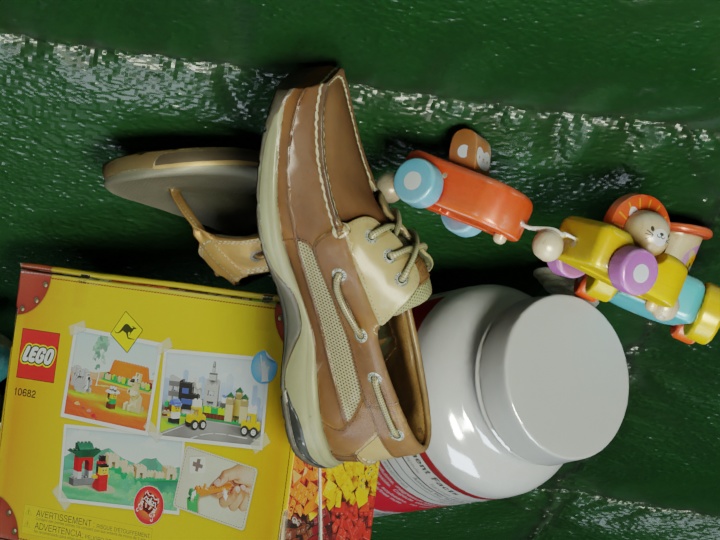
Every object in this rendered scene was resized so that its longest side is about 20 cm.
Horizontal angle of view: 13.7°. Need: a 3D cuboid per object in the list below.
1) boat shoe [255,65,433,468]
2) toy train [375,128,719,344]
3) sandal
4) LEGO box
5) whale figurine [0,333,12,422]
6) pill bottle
[{"bbox_3d":[0.000,0.000,1.424,0.073,0.076,0.201,3,115,21],"label":"boat shoe"},{"bbox_3d":[0.106,-0.022,1.485,0.150,0.056,0.200,21,176,33],"label":"toy train"},{"bbox_3d":[-0.045,-0.014,1.523,0.080,0.054,0.199,-16,148,40],"label":"sandal"},{"bbox_3d":[-0.090,0.081,1.559,0.199,0.150,0.077,7,180,34],"label":"LEGO box"},{"bbox_3d":[-0.262,0.092,1.741,0.158,0.104,0.200,15,153,-18],"label":"whale figurine"},{"bbox_3d":[0.045,0.069,1.587,0.112,0.113,0.199,23,158,-33],"label":"pill bottle"}]
